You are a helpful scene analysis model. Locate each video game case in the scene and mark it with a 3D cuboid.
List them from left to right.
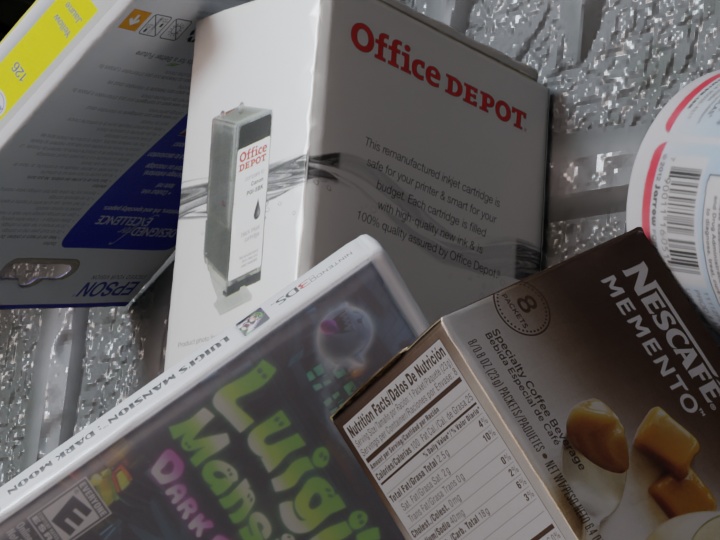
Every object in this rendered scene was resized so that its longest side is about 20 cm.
[{"bbox_3d":[-0.023,0.114,1.039,0.181,0.200,0.023,-35,28,-6],"label":"video game case"}]

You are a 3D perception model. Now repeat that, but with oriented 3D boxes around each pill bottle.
[{"bbox_3d":[0.194,-0.015,0.961,0.200,0.108,0.109,11,82,55],"label":"pill bottle"}]

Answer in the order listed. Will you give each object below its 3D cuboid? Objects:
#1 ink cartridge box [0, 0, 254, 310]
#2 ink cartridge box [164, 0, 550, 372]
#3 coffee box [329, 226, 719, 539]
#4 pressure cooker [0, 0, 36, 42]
[{"bbox_3d":[-0.109,-0.062,1.229,0.200,0.197,0.047,-43,70,23],"label":"ink cartridge box"},{"bbox_3d":[0.000,0.000,1.137,0.083,0.146,0.201,-12,66,42],"label":"ink cartridge box"},{"bbox_3d":[0.097,0.100,0.967,0.201,0.114,0.080,58,137,12],"label":"coffee box"},{"bbox_3d":[-0.164,-0.154,1.302,0.179,0.176,0.200,-51,3,-41],"label":"pressure cooker"}]
